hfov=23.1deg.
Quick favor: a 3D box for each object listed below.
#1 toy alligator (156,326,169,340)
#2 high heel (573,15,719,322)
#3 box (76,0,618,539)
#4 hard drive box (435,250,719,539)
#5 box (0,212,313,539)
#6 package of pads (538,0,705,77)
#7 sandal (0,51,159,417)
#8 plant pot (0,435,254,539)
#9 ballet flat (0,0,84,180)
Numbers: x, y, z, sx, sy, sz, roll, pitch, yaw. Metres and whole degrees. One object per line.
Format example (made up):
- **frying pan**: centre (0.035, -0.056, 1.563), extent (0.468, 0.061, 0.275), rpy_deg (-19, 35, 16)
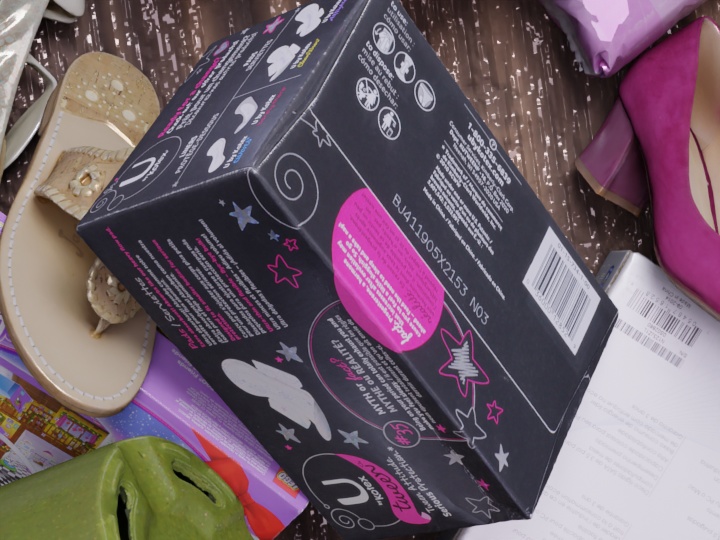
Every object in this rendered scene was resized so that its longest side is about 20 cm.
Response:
- **toy alligator**: centre (-0.147, 0.032, 0.859), extent (0.199, 0.059, 0.054), rpy_deg (24, 91, 0)
- **high heel**: centre (0.172, -0.038, 0.797), extent (0.067, 0.200, 0.096), rpy_deg (21, 112, -42)
- **box**: centre (0.000, 0.000, 0.761), extent (0.200, 0.114, 0.132), rpy_deg (52, 46, -25)
- **hard drive box**: centre (0.138, 0.114, 0.850), extent (0.155, 0.077, 0.200), rpy_deg (32, 90, 0)
- **box**: centre (-0.132, 0.077, 0.827), extent (0.200, 0.039, 0.137), rpy_deg (38, 128, -5)
- **package of pads**: centre (0.155, -0.195, 0.847), extent (0.200, 0.076, 0.121), rpy_deg (-38, 92, 1)
- **sandal**: centre (-0.111, -0.039, 0.790), extent (0.077, 0.212, 0.070), rpy_deg (22, 130, -24)
- **plant pot**: centre (-0.138, 0.167, 0.765), extent (0.190, 0.200, 0.201), rpy_deg (-31, 91, 21)
- **ballet flat**: centre (-0.171, -0.119, 0.864), extent (0.062, 0.067, 0.201), rpy_deg (24, 91, -33)
